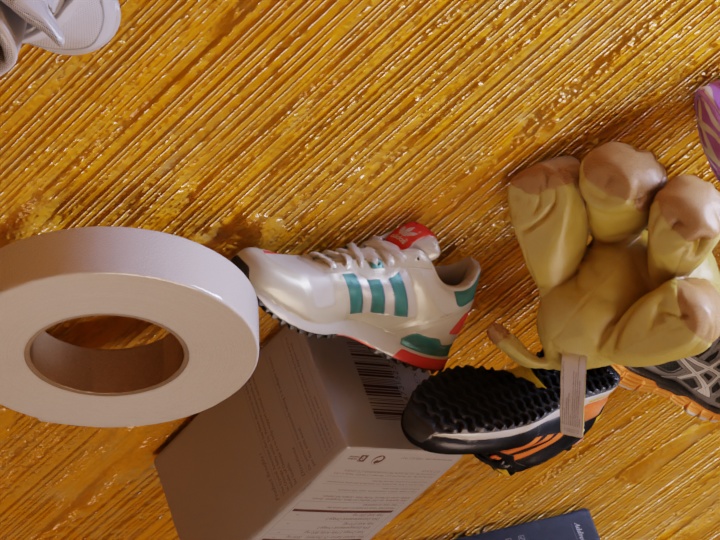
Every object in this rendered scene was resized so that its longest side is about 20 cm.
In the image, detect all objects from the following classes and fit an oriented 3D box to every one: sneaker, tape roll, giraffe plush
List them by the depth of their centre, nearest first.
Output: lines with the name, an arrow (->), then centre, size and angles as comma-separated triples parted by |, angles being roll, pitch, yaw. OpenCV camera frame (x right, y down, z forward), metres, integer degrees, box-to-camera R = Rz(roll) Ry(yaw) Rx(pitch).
sneaker -> -0.183, -0.134, 1.301 | 0.075, 0.116, 0.200 | -29, 149, 15
tape roll -> -0.164, 0.040, 1.624 | 0.201, 0.037, 0.203 | -2, 148, -2
sneaker -> 0.001, 0.000, 1.702 | 0.199, 0.070, 0.094 | 21, 104, -38
giraffe plush -> 0.199, 0.003, 1.742 | 0.162, 0.172, 0.201 | -19, 130, -54
sneaker -> 0.101, 0.115, 1.767 | 0.199, 0.070, 0.091 | -14, 133, -44
sneaker -> 0.257, 0.060, 1.936 | 0.199, 0.079, 0.077 | 14, 126, -47

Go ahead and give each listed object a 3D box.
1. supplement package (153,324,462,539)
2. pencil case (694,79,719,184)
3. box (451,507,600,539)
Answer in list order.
supplement package -> -0.041, 0.137, 1.828 | 0.117, 0.118, 0.200 | 6, 142, -41
pencil case -> 0.324, -0.113, 1.684 | 0.199, 0.086, 0.084 | -20, 148, 0
box -> 0.131, 0.336, 2.176 | 0.195, 0.201, 0.124 | -11, 151, -15
